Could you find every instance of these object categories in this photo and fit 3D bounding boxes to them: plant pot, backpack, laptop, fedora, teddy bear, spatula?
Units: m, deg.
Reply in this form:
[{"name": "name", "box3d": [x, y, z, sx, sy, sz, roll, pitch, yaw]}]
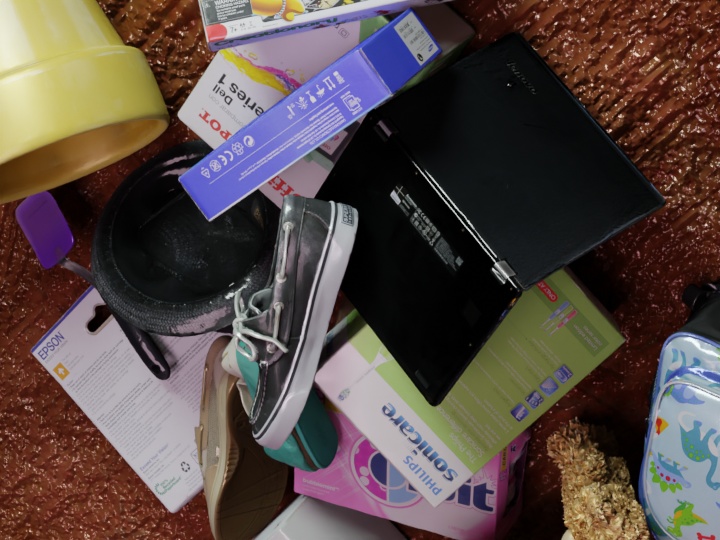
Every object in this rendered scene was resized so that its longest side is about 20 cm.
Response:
[{"name": "plant pot", "box3d": [-0.281, -0.171, 1.737, 0.201, 0.201, 0.189, -26, 84, 35]}, {"name": "backpack", "box3d": [0.295, 0.142, 1.593, 0.183, 0.147, 0.200, 20, 125, 23]}, {"name": "laptop", "box3d": [0.084, -0.040, 1.580, 0.187, 0.116, 0.200, 52, 127, 25]}, {"name": "fedora", "box3d": [-0.125, -0.011, 1.761, 0.200, 0.201, 0.092, 3, 148, 28]}, {"name": "teddy bear", "box3d": [0.182, 0.189, 1.657, 0.067, 0.200, 0.145, -13, 121, 3]}, {"name": "spatula", "box3d": [-0.229, 0.015, 1.847, 0.200, 0.021, 0.057, 50, 131, -1]}]

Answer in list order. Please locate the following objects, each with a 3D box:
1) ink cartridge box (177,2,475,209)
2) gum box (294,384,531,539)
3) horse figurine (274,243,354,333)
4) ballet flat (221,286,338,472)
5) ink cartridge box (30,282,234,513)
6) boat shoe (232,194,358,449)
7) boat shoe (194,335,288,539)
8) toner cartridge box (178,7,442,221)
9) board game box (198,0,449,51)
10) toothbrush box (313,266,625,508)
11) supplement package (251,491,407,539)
[{"name": "ink cartridge box", "box3d": [-0.030, -0.153, 1.662, 0.145, 0.084, 0.200, 42, 126, 5]}, {"name": "gum box", "box3d": [0.045, 0.148, 1.780, 0.199, 0.066, 0.114, 14, 121, 22]}, {"name": "horse figurine", "box3d": [0.000, 0.000, 1.709, 0.050, 0.132, 0.200, 28, 147, 36]}, {"name": "ballet flat", "box3d": [-0.074, 0.087, 1.704, 0.070, 0.067, 0.200, 8, 138, 25]}, {"name": "ink cartridge box", "box3d": [-0.169, 0.087, 1.885, 0.200, 0.043, 0.196, 49, 126, 2]}, {"name": "boat shoe", "box3d": [-0.061, 0.038, 1.585, 0.068, 0.074, 0.200, 13, 116, -12]}, {"name": "boat shoe", "box3d": [-0.107, 0.146, 1.820, 0.065, 0.072, 0.200, 43, 141, 43]}, {"name": "toner cartridge box", "box3d": [-0.038, -0.114, 1.575, 0.200, 0.095, 0.043, -32, 96, 36]}, {"name": "board game box", "box3d": [-0.027, -0.244, 1.560, 0.199, 0.035, 0.127, -13, 83, -1]}, {"name": "toothbrush box", "box3d": [0.080, 0.058, 1.643, 0.200, 0.086, 0.146, -43, 100, 6]}, {"name": "supplement package", "box3d": [-0.010, 0.294, 1.852, 0.200, 0.117, 0.117, 47, 127, -1]}]
